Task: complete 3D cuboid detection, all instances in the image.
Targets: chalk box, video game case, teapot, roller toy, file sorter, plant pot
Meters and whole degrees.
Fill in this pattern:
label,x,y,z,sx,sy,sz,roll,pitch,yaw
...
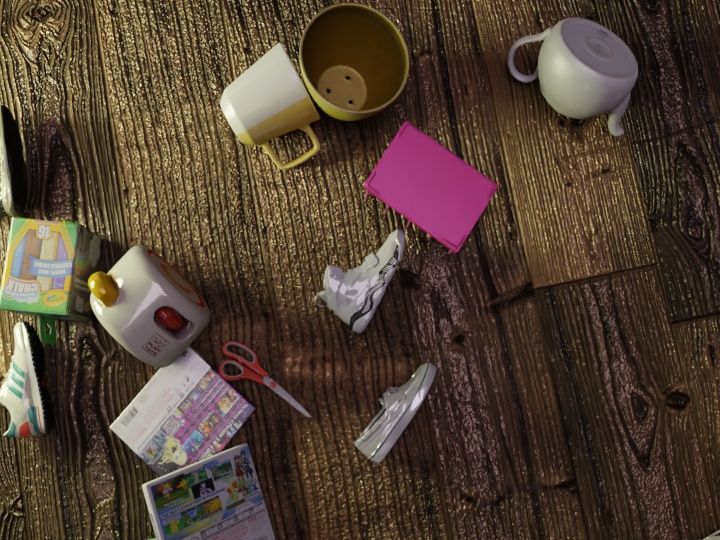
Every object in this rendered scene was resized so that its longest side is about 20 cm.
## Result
label,x,y,z,sx,sy,sz,roll,pitch,yaw
chalk box,-0.542,0.024,1.273,0.120,0.125,0.206,6,81,-1
video game case,-0.250,0.414,1.223,0.197,0.022,0.187,-14,83,-39
teapot,0.400,-0.356,1.349,0.193,0.147,0.204,-7,59,-28
roller toy,-0.360,0.066,1.238,0.182,0.200,0.140,45,88,3
file sorter,0.119,-0.137,1.314,0.198,0.126,0.141,34,81,2
video game case,-0.312,0.261,1.291,0.180,0.036,0.201,40,83,4
plant pot,-0.022,-0.354,1.324,0.194,0.142,0.206,2,78,-11

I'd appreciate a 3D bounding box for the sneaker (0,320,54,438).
label,x,y,z,sx,sy,sz,roll,pitch,yaw
sneaker,-0.602,0.194,1.274,0.091,0.070,0.205,-12,85,-9

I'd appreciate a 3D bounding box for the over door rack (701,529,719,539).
label,x,y,z,sx,sy,sz,roll,pitch,yaw
over door rack,0.692,0.505,1.271,0.197,0.067,0.150,-31,85,-5

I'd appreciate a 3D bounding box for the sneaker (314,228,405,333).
label,x,y,z,sx,sy,sz,roll,pitch,yaw
sneaker,0.000,0.000,1.316,0.113,0.075,0.204,27,85,0

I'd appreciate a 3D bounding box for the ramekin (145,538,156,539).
label,x,y,z,sx,sy,sz,roll,pitch,yaw
ramekin,-0.352,0.564,1.216,0.194,0.098,0.206,0,82,-2

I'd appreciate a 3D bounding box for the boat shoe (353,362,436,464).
label,x,y,z,sx,sy,sz,roll,pitch,yaw
boat shoe,0.061,0.241,1.286,0.065,0.074,0.202,34,81,-1

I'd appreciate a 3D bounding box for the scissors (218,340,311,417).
label,x,y,z,sx,sy,sz,roll,pitch,yaw
scissors,-0.165,0.194,1.312,0.196,0.014,0.074,26,54,-9

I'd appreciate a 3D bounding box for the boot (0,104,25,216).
label,x,y,z,sx,sy,sz,roll,pitch,yaw
boot,-0.699,-0.192,1.325,0.149,0.074,0.210,-9,83,-1

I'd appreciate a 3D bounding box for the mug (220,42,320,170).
label,x,y,z,sx,sy,sz,roll,pitch,yaw
mug,-0.163,-0.291,1.323,0.151,0.149,0.190,-29,77,3
